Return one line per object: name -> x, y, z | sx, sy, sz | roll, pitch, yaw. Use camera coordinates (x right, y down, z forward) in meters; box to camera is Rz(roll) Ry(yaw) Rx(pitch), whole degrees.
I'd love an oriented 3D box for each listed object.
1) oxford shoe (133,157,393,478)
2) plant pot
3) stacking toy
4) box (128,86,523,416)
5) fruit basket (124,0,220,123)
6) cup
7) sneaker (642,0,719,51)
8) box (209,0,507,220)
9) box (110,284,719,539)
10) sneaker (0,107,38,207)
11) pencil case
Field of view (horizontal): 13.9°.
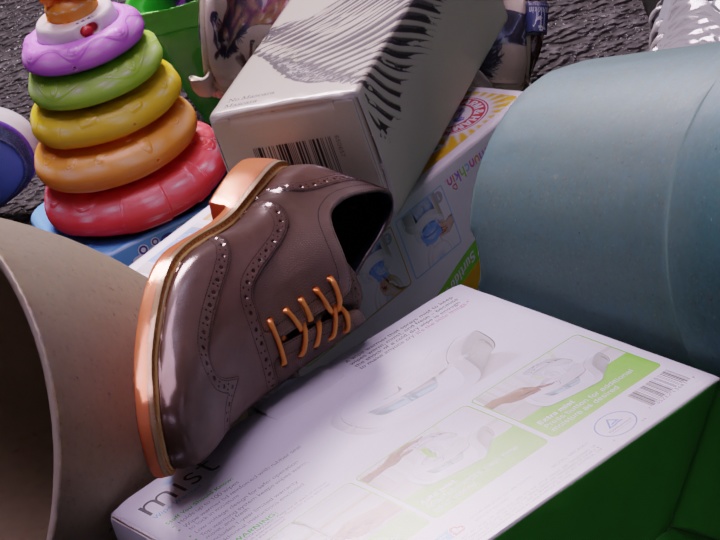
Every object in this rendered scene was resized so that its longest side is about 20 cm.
oxford shoe -> -0.041, 0.014, 1.249 | 0.072, 0.072, 0.200 | 1, 37, 19
plant pot -> 0.163, -0.016, 1.273 | 0.200, 0.201, 0.196 | -35, 22, -31
stacking toy -> -0.144, -0.107, 1.610 | 0.116, 0.201, 0.110 | -24, 27, -14
box -> 0.000, 0.000, 1.424 | 0.112, 0.102, 0.200 | 8, 37, 43
fruit basket -> -0.075, -0.215, 1.772 | 0.154, 0.217, 0.216 | -10, 28, 16
cup -> -0.135, 0.071, 1.313 | 0.143, 0.202, 0.200 | -3, 11, -42
sneaker -> 0.157, -0.110, 1.568 | 0.115, 0.075, 0.200 | -24, 28, -6
box -> 0.003, -0.098, 1.415 | 0.082, 0.069, 0.200 | -8, 29, 23
box -> 0.030, 0.106, 1.209 | 0.199, 0.097, 0.176 | -33, 29, -26
sneaker -> -0.275, -0.014, 1.666 | 0.199, 0.081, 0.147 | -14, 35, 1
pencil case -> 0.004, -0.134, 1.644 | 0.198, 0.078, 0.090 | -1, 55, -2
